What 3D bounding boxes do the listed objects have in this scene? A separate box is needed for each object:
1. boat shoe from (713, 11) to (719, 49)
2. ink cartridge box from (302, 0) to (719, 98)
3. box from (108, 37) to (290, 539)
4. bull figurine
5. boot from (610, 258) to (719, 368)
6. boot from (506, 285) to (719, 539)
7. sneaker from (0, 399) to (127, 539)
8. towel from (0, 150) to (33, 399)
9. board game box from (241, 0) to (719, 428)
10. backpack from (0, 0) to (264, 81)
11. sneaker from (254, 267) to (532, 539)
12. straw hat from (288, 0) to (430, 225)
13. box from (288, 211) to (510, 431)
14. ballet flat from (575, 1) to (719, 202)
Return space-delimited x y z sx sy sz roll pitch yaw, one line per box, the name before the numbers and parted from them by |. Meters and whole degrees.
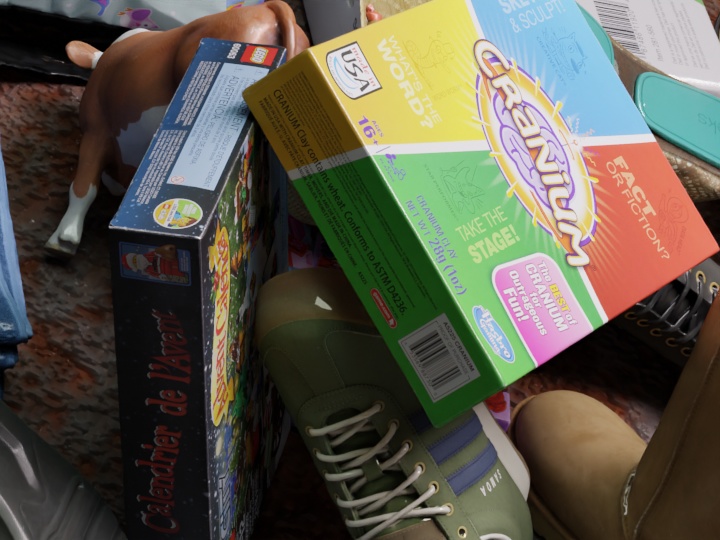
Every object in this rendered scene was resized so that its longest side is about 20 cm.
boat shoe | 0.213 -0.101 1.527 0.065 0.073 0.200 52 5 -10
ink cartridge box | 0.078 -0.123 1.524 0.199 0.085 0.146 7 40 -19
box | -0.062 0.027 1.186 0.037 0.201 0.137 7 37 9
bull figurine | -0.089 -0.065 1.330 0.065 0.200 0.122 18 74 -25
boot | 0.151 0.014 1.359 0.138 0.078 0.200 42 13 16
boot | 0.143 0.058 1.250 0.066 0.201 0.175 -9 48 -30
sneaker | -0.169 0.109 1.150 0.200 0.114 0.076 47 31 -14
towel | -0.209 -0.025 1.295 0.111 0.049 0.201 6 41 -19
board game box | 0.055 -0.039 1.198 0.200 0.040 0.153 -28 87 -54
backpack | -0.131 -0.179 1.452 0.199 0.127 0.167 10 36 -20
sneaker | 0.021 0.086 1.200 0.200 0.067 0.090 50 30 -46
straw hat | 0.001 -0.061 1.340 0.085 0.201 0.202 -17 36 17
box | 0.000 0.000 1.378 0.136 0.039 0.200 15 39 -12
ballet flat | 0.111 -0.082 1.428 0.200 0.065 0.071 31 52 -29
